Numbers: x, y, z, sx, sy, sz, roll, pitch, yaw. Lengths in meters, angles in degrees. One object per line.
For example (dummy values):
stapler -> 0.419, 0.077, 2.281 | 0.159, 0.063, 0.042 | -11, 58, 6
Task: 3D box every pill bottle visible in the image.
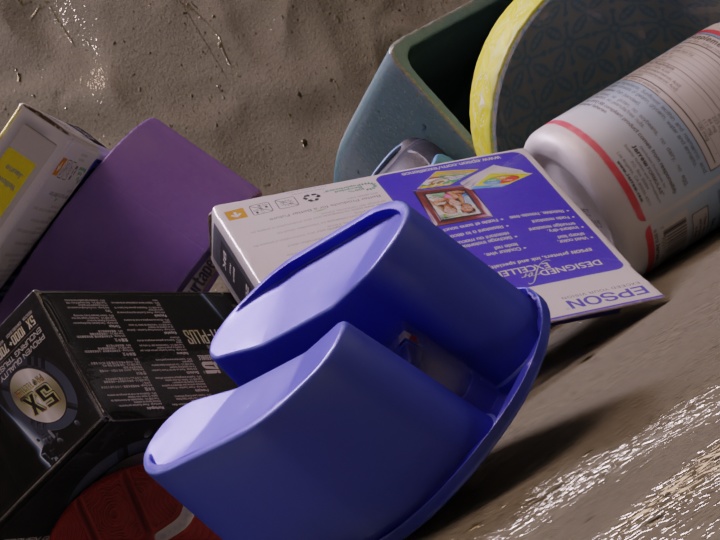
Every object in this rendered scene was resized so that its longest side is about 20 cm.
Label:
pill bottle -> 0.207, -0.083, 1.350 | 0.200, 0.109, 0.109 | -31, 1, -17

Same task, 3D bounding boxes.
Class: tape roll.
tape roll -> -0.151, 0.009, 1.390 | 0.200, 0.085, 0.200 | -55, -2, -3

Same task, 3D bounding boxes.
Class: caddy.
caddy -> -0.001, 0.061, 0.953 | 0.200, 0.105, 0.141 | -29, 26, 53

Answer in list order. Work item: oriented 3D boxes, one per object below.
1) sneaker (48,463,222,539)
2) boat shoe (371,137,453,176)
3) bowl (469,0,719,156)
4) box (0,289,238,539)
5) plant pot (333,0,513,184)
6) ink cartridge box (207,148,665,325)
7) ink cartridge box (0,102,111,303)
sneaker -> -0.065, 0.123, 1.181 | 0.200, 0.078, 0.116 | -29, -14, 23
boat shoe -> 0.000, 0.000, 1.490 | 0.200, 0.084, 0.069 | -47, 37, 10
bowl -> 0.146, -0.115, 1.435 | 0.200, 0.200, 0.108 | -32, 27, -15
box -> -0.139, 0.092, 1.236 | 0.164, 0.086, 0.200 | -44, -25, 28
plant pot -> 0.096, -0.064, 1.592 | 0.196, 0.196, 0.200 | -33, -11, -41
ink cartridge box -> 0.037, 0.004, 1.216 | 0.198, 0.043, 0.200 | -11, 29, -15
ink cartridge box -> -0.224, -0.001, 1.301 | 0.200, 0.047, 0.198 | -53, 1, 0
